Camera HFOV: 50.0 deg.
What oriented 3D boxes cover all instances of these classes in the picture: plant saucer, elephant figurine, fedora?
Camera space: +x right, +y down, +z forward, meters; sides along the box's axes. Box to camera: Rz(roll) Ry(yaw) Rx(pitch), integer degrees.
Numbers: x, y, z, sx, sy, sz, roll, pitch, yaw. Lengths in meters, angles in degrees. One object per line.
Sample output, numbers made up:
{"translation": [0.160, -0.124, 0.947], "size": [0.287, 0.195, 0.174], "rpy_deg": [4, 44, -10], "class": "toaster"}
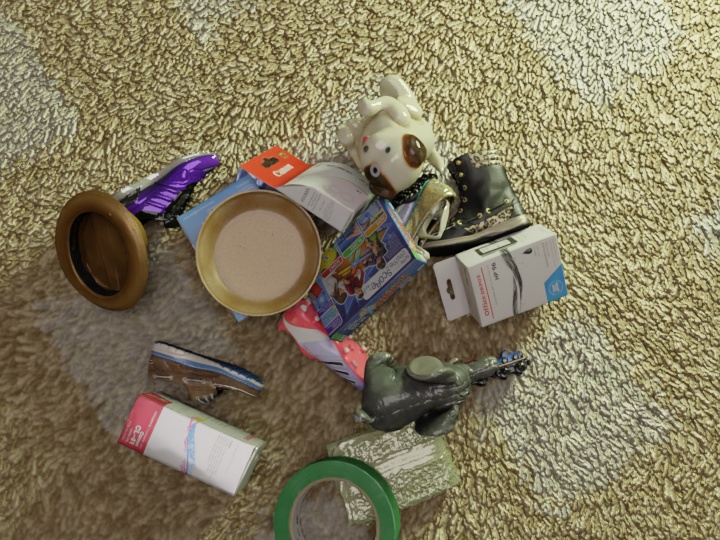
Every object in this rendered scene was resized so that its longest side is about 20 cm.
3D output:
{"translation": [-0.161, -0.026, 1.230], "size": [0.197, 0.035, 0.203], "rpy_deg": [1, 82, -4], "class": "plant saucer"}
{"translation": [0.108, 0.184, 1.201], "size": [0.198, 0.142, 0.157], "rpy_deg": [-7, 55, 19], "class": "elephant figurine"}
{"translation": [-0.408, -0.037, 1.271], "size": [0.198, 0.082, 0.203], "rpy_deg": [7, 109, 22], "class": "fedora"}

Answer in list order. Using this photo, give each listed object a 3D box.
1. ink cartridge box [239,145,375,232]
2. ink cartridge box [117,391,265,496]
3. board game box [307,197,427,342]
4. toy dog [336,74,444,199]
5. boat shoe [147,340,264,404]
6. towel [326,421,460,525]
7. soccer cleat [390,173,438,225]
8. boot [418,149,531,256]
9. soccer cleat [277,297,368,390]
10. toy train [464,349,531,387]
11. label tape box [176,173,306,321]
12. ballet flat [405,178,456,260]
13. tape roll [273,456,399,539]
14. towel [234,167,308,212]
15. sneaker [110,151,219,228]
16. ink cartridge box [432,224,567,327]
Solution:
{"translation": [-0.078, -0.154, 1.278], "size": [0.199, 0.163, 0.057], "rpy_deg": [37, 117, 2], "class": "ink cartridge box"}
{"translation": [-0.260, 0.268, 1.213], "size": [0.198, 0.148, 0.086], "rpy_deg": [26, 82, 3], "class": "ink cartridge box"}
{"translation": [0.000, 0.000, 1.243], "size": [0.200, 0.034, 0.136], "rpy_deg": [-43, 56, 22], "class": "board game box"}
{"translation": [0.050, -0.195, 1.261], "size": [0.139, 0.201, 0.194], "rpy_deg": [-37, 108, 23], "class": "toy dog"}
{"translation": [-0.256, 0.180, 1.271], "size": [0.198, 0.072, 0.073], "rpy_deg": [17, 86, 11], "class": "boat shoe"}
{"translation": [0.054, 0.323, 1.270], "size": [0.198, 0.036, 0.150], "rpy_deg": [-20, 84, -5], "class": "towel"}
{"translation": [0.074, -0.081, 1.325], "size": [0.073, 0.068, 0.200], "rpy_deg": [46, 75, -21], "class": "soccer cleat"}
{"translation": [0.177, -0.114, 1.323], "size": [0.198, 0.073, 0.152], "rpy_deg": [-16, 77, 5], "class": "boot"}
{"translation": [-0.052, 0.134, 1.290], "size": [0.200, 0.067, 0.076], "rpy_deg": [45, 118, -2], "class": "soccer cleat"}
{"translation": [0.191, 0.174, 1.300], "size": [0.198, 0.034, 0.046], "rpy_deg": [-16, 70, -3], "class": "toy train"}
{"translation": [-0.191, -0.035, 1.280], "size": [0.142, 0.066, 0.201], "rpy_deg": [-31, 86, -6], "class": "label tape box"}
{"translation": [0.095, -0.053, 1.261], "size": [0.070, 0.071, 0.202], "rpy_deg": [28, 87, 3], "class": "ballet flat"}
{"translation": [-0.038, 0.401, 1.227], "size": [0.198, 0.048, 0.203], "rpy_deg": [-1, 87, 12], "class": "tape roll"}
{"translation": [-0.172, -0.068, 1.329], "size": [0.145, 0.024, 0.202], "rpy_deg": [16, 81, 0], "class": "towel"}
{"translation": [-0.318, -0.125, 1.316], "size": [0.199, 0.070, 0.100], "rpy_deg": [-28, 90, -1], "class": "sneaker"}
{"translation": [0.233, 0.015, 1.284], "size": [0.198, 0.068, 0.117], "rpy_deg": [-20, 111, -4], "class": "ink cartridge box"}
